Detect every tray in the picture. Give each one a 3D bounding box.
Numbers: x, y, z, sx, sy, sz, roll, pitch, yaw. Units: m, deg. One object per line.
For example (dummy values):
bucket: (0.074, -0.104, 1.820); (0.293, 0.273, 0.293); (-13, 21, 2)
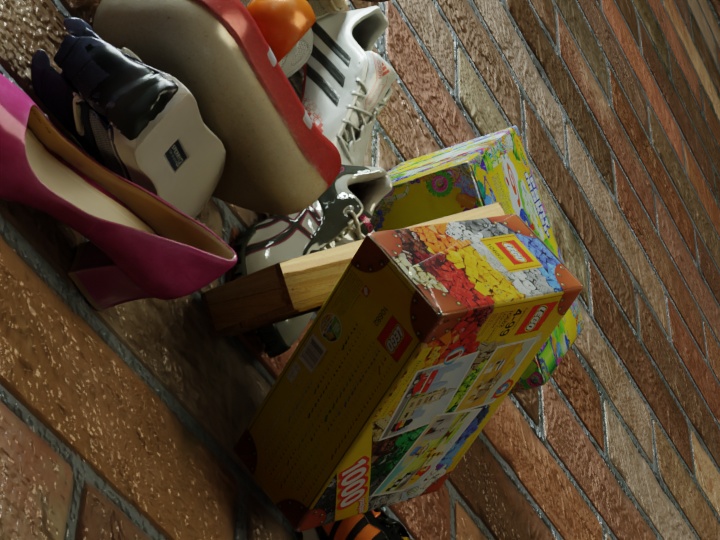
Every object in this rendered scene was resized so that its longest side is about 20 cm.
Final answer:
tray: (0.000, 0.000, 1.275); (0.200, 0.099, 0.037); (-17, 88, -39)

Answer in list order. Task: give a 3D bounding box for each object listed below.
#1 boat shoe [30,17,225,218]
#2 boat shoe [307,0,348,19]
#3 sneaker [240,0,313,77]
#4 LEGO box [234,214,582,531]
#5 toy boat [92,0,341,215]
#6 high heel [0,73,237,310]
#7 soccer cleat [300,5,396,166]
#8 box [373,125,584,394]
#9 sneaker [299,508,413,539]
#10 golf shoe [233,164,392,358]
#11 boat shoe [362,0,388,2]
boat shoe: (-0.144, -0.089, 1.154); (0.093, 0.075, 0.200); (38, -16, 13)
boat shoe: (-0.040, -0.261, 1.464); (0.200, 0.064, 0.071); (88, -6, -71)
sneaker: (-0.072, -0.182, 1.393); (0.200, 0.082, 0.075); (-8, 82, -69)
LEGO box: (0.030, 0.065, 1.220); (0.149, 0.200, 0.077); (-9, 50, -47)
toy boat: (-0.076, -0.135, 1.240); (0.131, 0.130, 0.200); (-50, 129, -26)
high heel: (-0.154, -0.056, 1.064); (0.200, 0.096, 0.067); (60, 24, -32)
soccer cleat: (-0.011, -0.134, 1.509); (0.069, 0.085, 0.200); (50, 31, -47)
box: (0.097, -0.003, 1.634); (0.200, 0.122, 0.193); (70, 21, -7)
sneaker: (0.007, 0.189, 1.299); (0.070, 0.090, 0.200); (40, 39, -56)
golf shoe: (-0.036, -0.018, 1.357); (0.200, 0.088, 0.077); (-75, 144, -50)
boat shoe: (-0.046, -0.257, 1.342); (0.200, 0.076, 0.072); (17, 67, -34)
